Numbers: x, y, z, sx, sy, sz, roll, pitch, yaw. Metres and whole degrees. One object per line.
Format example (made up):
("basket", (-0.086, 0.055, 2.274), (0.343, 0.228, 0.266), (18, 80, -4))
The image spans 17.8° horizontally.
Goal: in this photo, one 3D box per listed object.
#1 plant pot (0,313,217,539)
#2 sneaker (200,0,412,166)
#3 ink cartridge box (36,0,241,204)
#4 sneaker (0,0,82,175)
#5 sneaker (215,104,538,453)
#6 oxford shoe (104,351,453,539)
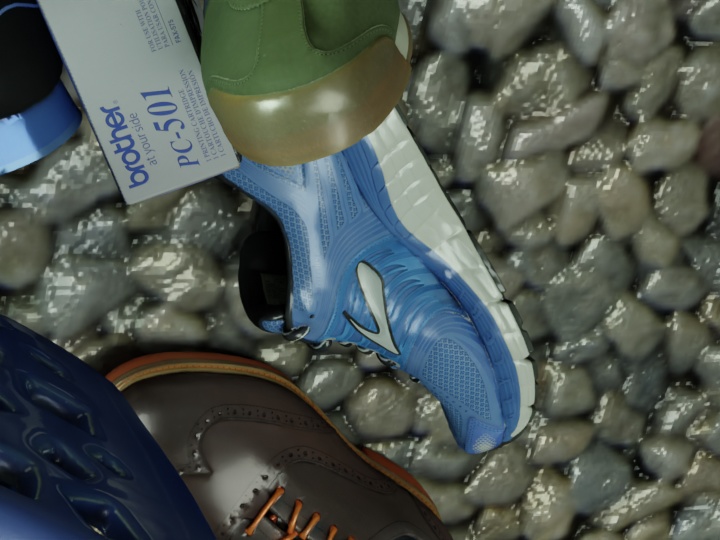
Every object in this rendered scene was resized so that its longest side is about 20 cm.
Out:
("plant pot", (-0.174, 0.097, 0.672), (0.180, 0.200, 0.200), (39, 94, -30))
("sneaker", (-0.031, -0.117, 0.714), (0.067, 0.200, 0.090), (-18, 121, 11))
("ink cartridge box", (-0.092, -0.127, 0.724), (0.044, 0.094, 0.200), (-19, 128, 2))
("sneaker", (-0.193, -0.047, 0.747), (0.200, 0.070, 0.078), (-25, 114, -14))
("sneaker", (0.000, 0.000, 0.883), (0.089, 0.079, 0.200), (-32, 122, 1))
("oxford shoe", (-0.026, 0.092, 0.918), (0.200, 0.073, 0.071), (28, 104, -38))
